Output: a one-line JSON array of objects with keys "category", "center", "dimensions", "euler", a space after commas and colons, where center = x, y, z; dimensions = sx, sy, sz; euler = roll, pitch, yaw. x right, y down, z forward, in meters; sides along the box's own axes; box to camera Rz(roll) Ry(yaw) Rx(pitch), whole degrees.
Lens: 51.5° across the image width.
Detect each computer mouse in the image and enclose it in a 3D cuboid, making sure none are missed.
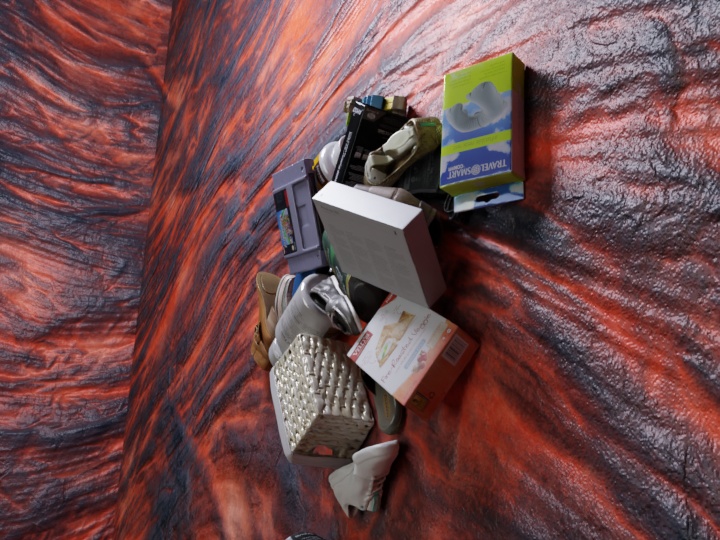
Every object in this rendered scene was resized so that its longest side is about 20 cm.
[{"category": "computer mouse", "center": [0.118, -0.153, 1.195], "dimensions": [0.198, 0.052, 0.142], "euler": [14, 95, 52]}]

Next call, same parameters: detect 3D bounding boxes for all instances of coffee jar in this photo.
[{"category": "coffee jar", "center": [0.000, 0.000, 1.301], "dimensions": [0.201, 0.083, 0.106], "euler": [-123, 15, -53]}]

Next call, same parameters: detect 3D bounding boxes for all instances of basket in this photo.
[{"category": "basket", "center": [-0.068, 0.228, 1.324], "dimensions": [0.124, 0.133, 0.202], "euler": [-54, 36, 31]}]

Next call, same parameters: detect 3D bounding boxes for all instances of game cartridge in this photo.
[{"category": "game cartridge", "center": [-0.117, -0.100, 1.441], "dimensions": [0.128, 0.038, 0.206], "euler": [-13, 87, 49]}]

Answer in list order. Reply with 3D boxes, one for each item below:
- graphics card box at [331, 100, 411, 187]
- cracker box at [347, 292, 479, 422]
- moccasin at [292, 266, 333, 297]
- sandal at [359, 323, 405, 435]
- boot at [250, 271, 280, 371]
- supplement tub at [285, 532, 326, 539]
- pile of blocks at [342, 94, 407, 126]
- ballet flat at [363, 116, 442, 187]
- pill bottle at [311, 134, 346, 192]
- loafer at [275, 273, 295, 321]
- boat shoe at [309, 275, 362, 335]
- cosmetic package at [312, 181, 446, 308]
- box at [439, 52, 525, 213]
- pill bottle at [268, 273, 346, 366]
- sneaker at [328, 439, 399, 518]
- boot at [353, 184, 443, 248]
[{"category": "graphics card box", "center": [0.020, -0.178, 1.302], "dimensions": [0.051, 0.123, 0.205], "euler": [44, 120, 58]}, {"category": "cracker box", "center": [0.073, 0.120, 1.122], "dimensions": [0.135, 0.057, 0.199], "euler": [-55, 29, -3]}, {"category": "moccasin", "center": [-0.078, -0.001, 1.491], "dimensions": [0.081, 0.067, 0.203], "euler": [51, 126, 45]}, {"category": "sandal", "center": [0.026, 0.174, 1.242], "dimensions": [0.082, 0.053, 0.204], "euler": [-45, 43, 46]}, {"category": "boot", "center": [-0.213, 0.114, 1.715], "dimensions": [0.201, 0.075, 0.158], "euler": [57, 134, 44]}, {"category": "supplement tub", "center": [-0.061, 0.512, 1.219], "dimensions": [0.199, 0.120, 0.126], "euler": [-8, 73, 61]}, {"category": "pile of blocks", "center": [0.017, -0.284, 1.389], "dimensions": [0.199, 0.080, 0.064], "euler": [8, 87, 62]}, {"category": "ballet flat", "center": [0.050, -0.185, 1.193], "dimensions": [0.199, 0.064, 0.072], "euler": [-39, 60, 43]}, {"category": "pill bottle", "center": [-0.054, -0.173, 1.457], "dimensions": [0.200, 0.107, 0.112], "euler": [-45, 43, 47]}, {"category": "loafer", "center": [-0.141, 0.112, 1.582], "dimensions": [0.062, 0.071, 0.206], "euler": [8, 94, 45]}, {"category": "boat shoe", "center": [-0.043, 0.068, 1.271], "dimensions": [0.068, 0.056, 0.200], "euler": [66, 175, -23]}, {"category": "cosmetic package", "center": [0.028, -0.041, 1.125], "dimensions": [0.198, 0.153, 0.052], "euler": [23, 58, 43]}, {"category": "box", "center": [0.174, -0.194, 1.064], "dimensions": [0.120, 0.047, 0.206], "euler": [-9, 71, 39]}, {"category": "pill bottle", "center": [-0.102, 0.113, 1.444], "dimensions": [0.201, 0.112, 0.116], "euler": [-56, 36, 38]}, {"category": "sneaker", "center": [0.017, 0.341, 1.204], "dimensions": [0.201, 0.074, 0.090], "euler": [-54, 49, 49]}, {"category": "boot", "center": [0.063, -0.073, 1.197], "dimensions": [0.072, 0.143, 0.200], "euler": [-64, -16, -10]}]
